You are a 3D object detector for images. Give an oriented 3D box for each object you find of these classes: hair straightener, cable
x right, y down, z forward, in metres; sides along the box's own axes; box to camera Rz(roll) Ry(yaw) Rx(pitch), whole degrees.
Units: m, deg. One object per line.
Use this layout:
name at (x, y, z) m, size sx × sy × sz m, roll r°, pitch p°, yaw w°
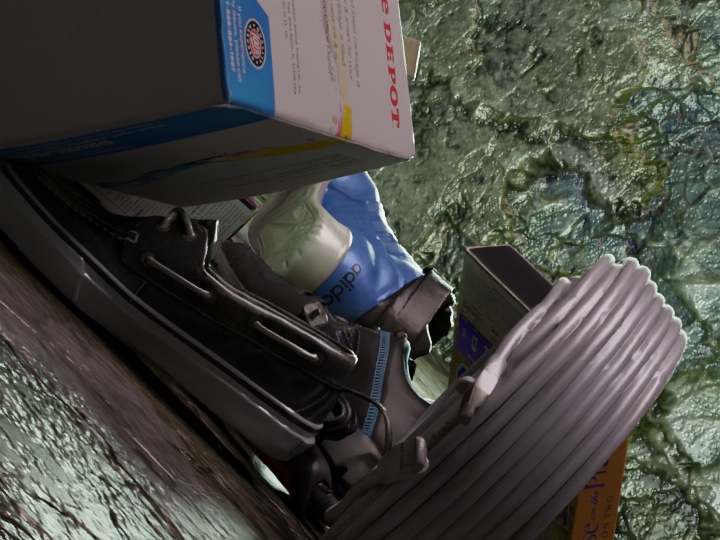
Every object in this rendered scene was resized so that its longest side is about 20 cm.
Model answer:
hair straightener at (-0.044, 0.051, 1.460) m, size 0.041 × 0.077 × 0.200 m, roll 15°, pitch 27°, yaw -44°
cable at (0.064, 0.076, 1.321) m, size 0.069 × 0.200 × 0.200 m, roll 45°, pitch -35°, yaw 3°

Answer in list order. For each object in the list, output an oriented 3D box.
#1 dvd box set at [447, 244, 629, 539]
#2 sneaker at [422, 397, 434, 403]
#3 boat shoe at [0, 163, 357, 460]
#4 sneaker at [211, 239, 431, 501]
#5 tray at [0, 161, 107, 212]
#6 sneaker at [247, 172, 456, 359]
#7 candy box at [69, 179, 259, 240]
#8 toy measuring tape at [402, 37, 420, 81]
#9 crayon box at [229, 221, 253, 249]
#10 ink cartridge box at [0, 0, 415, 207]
dvd box set at (0.083, 0.107, 1.506) m, size 0.029 × 0.201 × 0.146 m, roll -5°, pitch 25°, yaw -24°
sneaker at (0.024, 0.114, 1.719) m, size 0.085 × 0.077 × 0.200 m, roll 35°, pitch -10°, yaw 28°
boat shoe at (-0.089, 0.004, 1.410) m, size 0.200 × 0.071 × 0.072 m, roll 38°, pitch 4°, yaw -3°
sneaker at (-0.019, 0.053, 1.537) m, size 0.200 × 0.082 × 0.073 m, roll 53°, pitch -25°, yaw 37°
tray at (-0.178, -0.058, 1.620) m, size 0.200 × 0.022 × 0.107 m, roll 44°, pitch 2°, yaw -15°
sneaker at (-0.001, 0.001, 1.684) m, size 0.111 × 0.077 × 0.200 m, roll 45°, pitch 11°, yaw -14°
candy box at (-0.156, -0.094, 1.609) m, size 0.136 × 0.061 × 0.200 m, roll 47°, pitch 2°, yaw 43°
toy measuring tape at (-0.069, -0.130, 1.620) m, size 0.199 × 0.074 × 0.074 m, roll 12°, pitch 8°, yaw -7°
crayon box at (-0.051, 0.031, 1.751) m, size 0.126 × 0.052 × 0.200 m, roll 55°, pitch 8°, yaw 31°
ink cartridge box at (-0.083, -0.123, 1.456) m, size 0.200 × 0.144 × 0.148 m, roll 14°, pitch 68°, yaw -63°
